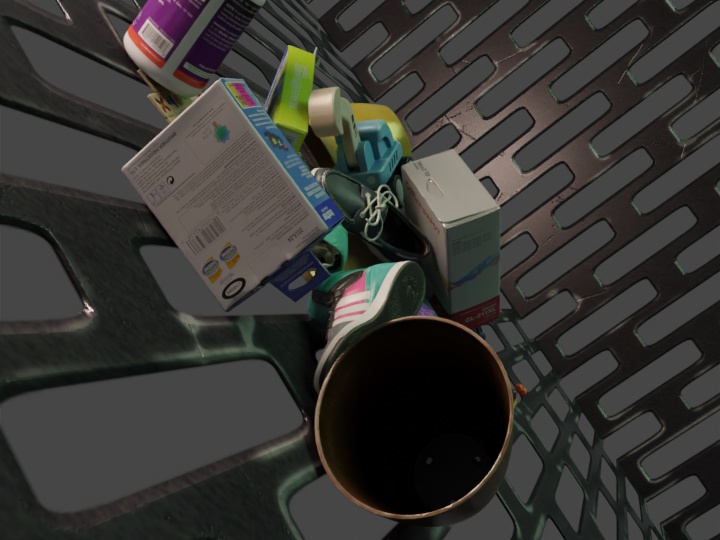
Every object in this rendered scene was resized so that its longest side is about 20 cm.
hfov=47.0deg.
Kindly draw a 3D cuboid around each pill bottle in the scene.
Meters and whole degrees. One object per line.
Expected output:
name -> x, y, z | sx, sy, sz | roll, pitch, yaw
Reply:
pill bottle -> -0.188, -0.317, 0.993 | 0.112, 0.201, 0.113 | 38, 15, -12

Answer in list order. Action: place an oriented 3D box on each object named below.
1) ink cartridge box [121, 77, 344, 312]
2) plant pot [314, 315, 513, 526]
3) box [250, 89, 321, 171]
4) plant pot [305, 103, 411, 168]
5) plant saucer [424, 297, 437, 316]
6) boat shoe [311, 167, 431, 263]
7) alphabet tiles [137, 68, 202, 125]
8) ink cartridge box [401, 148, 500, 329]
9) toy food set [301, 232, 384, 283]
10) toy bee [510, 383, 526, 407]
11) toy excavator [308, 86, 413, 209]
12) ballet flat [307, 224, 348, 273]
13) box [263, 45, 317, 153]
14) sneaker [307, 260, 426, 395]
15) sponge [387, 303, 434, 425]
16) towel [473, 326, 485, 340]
ink cartridge box -> -0.110, -0.059, 0.787 | 0.201, 0.136, 0.076 | 54, 18, -2
plant pot -> 0.073, 0.174, 0.823 | 0.188, 0.185, 0.201 | 62, 2, 34
box -> -0.112, -0.168, 1.256 | 0.202, 0.048, 0.158 | 58, 14, 16
plant pot -> -0.001, -0.190, 1.343 | 0.202, 0.141, 0.201 | 57, -12, 19
plant saucer -> 0.117, 0.117, 1.164 | 0.201, 0.036, 0.201 | 50, 14, -17
boat shoe -> 0.015, -0.065, 1.029 | 0.200, 0.061, 0.076 | 42, 56, -37
alphabet tiles -> -0.209, -0.193, 1.062 | 0.167, 0.006, 0.200 | 52, 13, -10
ink cartridge box -> 0.124, -0.038, 1.126 | 0.147, 0.082, 0.202 | -119, -165, -45
toy food set -> 0.000, 0.000, 1.084 | 0.200, 0.048, 0.200 | -45, 116, -51
toy bee -> 0.215, 0.204, 1.356 | 0.202, 0.108, 0.131 | 58, 12, 17
toy excavator -> -0.008, -0.170, 1.121 | 0.195, 0.098, 0.203 | -60, 141, -54
ballet flat -> -0.086, -0.038, 0.923 | 0.198, 0.067, 0.071 | 17, 50, -41
box -> -0.102, -0.206, 1.106 | 0.047, 0.123, 0.202 | 18, 43, -15
sneaker -> -0.020, 0.064, 0.929 | 0.200, 0.119, 0.084 | -51, 122, -37
sponge -> 0.048, 0.112, 0.979 | 0.029, 0.113, 0.200 | 28, 13, 1
towel -> 0.126, 0.053, 1.370 | 0.200, 0.048, 0.113 | 39, -24, 56
